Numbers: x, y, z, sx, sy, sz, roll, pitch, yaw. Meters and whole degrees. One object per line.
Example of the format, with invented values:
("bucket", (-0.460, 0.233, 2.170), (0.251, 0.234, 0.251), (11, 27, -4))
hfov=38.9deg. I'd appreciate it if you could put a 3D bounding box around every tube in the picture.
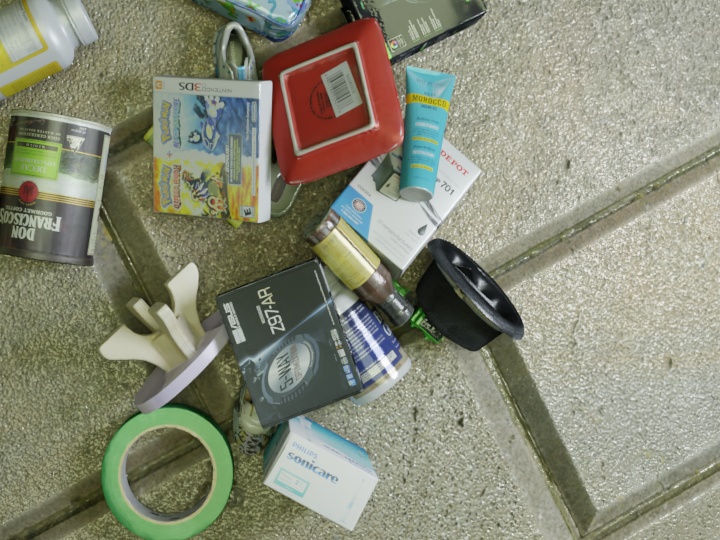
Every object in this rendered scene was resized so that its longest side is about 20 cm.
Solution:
("tube", (0.093, -0.202, 1.491), (0.076, 0.050, 0.204), (12, 71, -12))

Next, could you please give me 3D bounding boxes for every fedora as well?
("fedora", (0.153, 0.050, 1.537), (0.200, 0.201, 0.092), (44, 108, -6))

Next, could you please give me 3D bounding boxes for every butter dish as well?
("butter dish", (-0.023, -0.231, 1.492), (0.196, 0.147, 0.204), (-18, 76, 20))

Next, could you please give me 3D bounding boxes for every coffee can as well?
("coffee can", (-0.444, -0.117, 1.471), (0.143, 0.146, 0.204), (8, 90, -6))

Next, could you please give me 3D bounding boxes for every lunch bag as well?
("lunch bag", (-0.159, -0.450, 1.517), (0.197, 0.082, 0.163), (23, 80, -6))

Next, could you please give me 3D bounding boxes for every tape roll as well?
("tape roll", (-0.290, 0.305, 1.547), (0.196, 0.048, 0.205), (0, 92, -6))

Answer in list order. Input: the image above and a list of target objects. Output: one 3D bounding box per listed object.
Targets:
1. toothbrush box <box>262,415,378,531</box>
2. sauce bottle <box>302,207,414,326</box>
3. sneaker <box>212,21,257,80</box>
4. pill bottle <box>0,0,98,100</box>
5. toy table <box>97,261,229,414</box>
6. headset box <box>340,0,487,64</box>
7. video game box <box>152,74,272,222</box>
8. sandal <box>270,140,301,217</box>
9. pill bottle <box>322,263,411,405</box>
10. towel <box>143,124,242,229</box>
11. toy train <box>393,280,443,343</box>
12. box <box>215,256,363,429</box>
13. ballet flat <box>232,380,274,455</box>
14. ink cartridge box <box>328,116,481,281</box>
("toothbrush box", (-0.062, 0.286, 1.495), (0.145, 0.200, 0.086), (29, 88, -7))
("sauce bottle", (0.000, 0.000, 1.482), (0.065, 0.065, 0.200), (-43, 106, -4))
("sneaker", (-0.182, -0.273, 1.520), (0.073, 0.087, 0.204), (-12, 92, -12))
("pill bottle", (-0.487, -0.328, 1.477), (0.197, 0.112, 0.114), (-27, 94, -5))
("toy table", (-0.281, 0.094, 1.486), (0.118, 0.183, 0.201), (51, 60, -19))
("headset box", (0.063, -0.420, 1.543), (0.197, 0.093, 0.177), (-25, 93, -5))
("video game box", (-0.218, -0.180, 1.491), (0.179, 0.047, 0.204), (7, 103, 23))
("sandal", (-0.103, -0.178, 1.545), (0.078, 0.057, 0.205), (16, 81, -8))
("pill bottle", (-0.020, 0.091, 1.539), (0.110, 0.111, 0.202), (-35, 95, -4))
("towel", (-0.233, -0.164, 1.558), (0.200, 0.018, 0.086), (45, 92, -6))
("toy train", (0.057, 0.039, 1.573), (0.199, 0.056, 0.042), (42, 87, -6))
("box", (-0.100, 0.103, 1.463), (0.157, 0.044, 0.204), (-19, 95, 2))
("ballet flat", (-0.151, 0.185, 1.549), (0.071, 0.072, 0.204), (14, 90, -6))
("ink cartridge box", (0.063, -0.112, 1.532), (0.146, 0.086, 0.201), (39, 78, 2))
